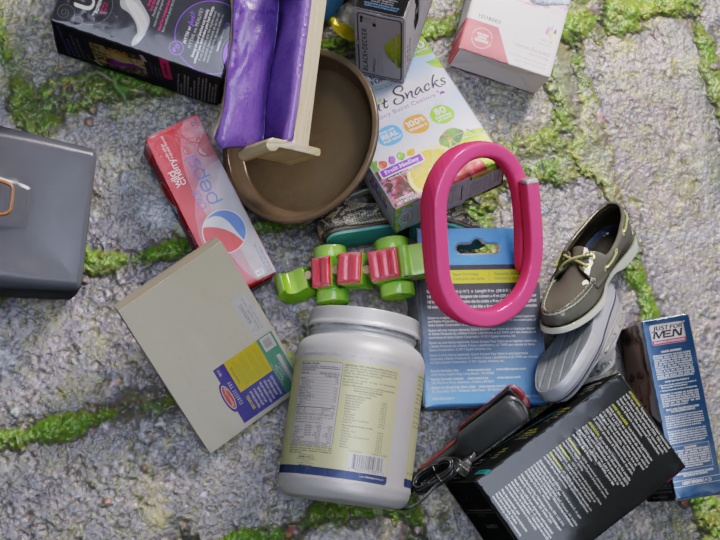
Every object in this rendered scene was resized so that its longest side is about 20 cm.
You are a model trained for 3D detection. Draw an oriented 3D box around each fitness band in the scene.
[{"bbox_3d":[0.132,-0.039,1.471,0.143,0.037,0.202,-11,102,-31],"label":"fitness band"}]

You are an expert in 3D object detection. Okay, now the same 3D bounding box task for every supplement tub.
[{"bbox_3d":[-0.007,0.148,1.465,0.144,0.145,0.202,9,78,-7],"label":"supplement tub"}]

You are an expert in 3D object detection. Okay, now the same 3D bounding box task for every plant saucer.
[{"bbox_3d":[-0.064,-0.149,1.526,0.199,0.029,0.202,-6,77,26],"label":"plant saucer"}]

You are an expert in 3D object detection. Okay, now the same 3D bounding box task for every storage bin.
[{"bbox_3d":[-0.360,-0.060,1.464,0.133,0.145,0.202,7,78,-17],"label":"storage bin"}]

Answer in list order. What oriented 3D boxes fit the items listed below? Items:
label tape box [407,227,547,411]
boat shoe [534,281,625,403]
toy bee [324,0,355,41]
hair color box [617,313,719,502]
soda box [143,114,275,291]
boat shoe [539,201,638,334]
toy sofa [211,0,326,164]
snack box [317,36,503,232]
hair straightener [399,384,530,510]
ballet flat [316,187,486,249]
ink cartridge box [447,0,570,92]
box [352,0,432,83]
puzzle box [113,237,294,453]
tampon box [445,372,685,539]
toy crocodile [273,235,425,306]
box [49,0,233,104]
[{"bbox_3d":[0.130,0.056,1.544,0.143,0.063,0.202,0,80,-9],"label":"label tape box"},{"bbox_3d":[0.258,0.087,1.519,0.067,0.073,0.200,50,47,-16],"label":"boat shoe"},{"bbox_3d":[-0.035,-0.318,1.579,0.199,0.109,0.132,-31,78,16],"label":"toy bee"},{"bbox_3d":[0.347,0.157,1.539,0.060,0.100,0.202,-7,80,-8],"label":"hair color box"},{"bbox_3d":[-0.169,-0.067,1.524,0.070,0.063,0.201,-26,85,-12],"label":"soda box"},{"bbox_3d":[0.252,-0.004,1.534,0.202,0.072,0.061,-47,129,-41],"label":"boat shoe"},{"bbox_3d":[-0.091,-0.219,1.464,0.097,0.083,0.202,11,83,-28],"label":"toy sofa"},{"bbox_3d":[0.055,-0.157,1.547,0.141,0.053,0.201,-23,62,-13],"label":"snack box"},{"bbox_3d":[0.098,0.200,1.478,0.199,0.077,0.041,-36,96,14],"label":"hair straightener"},{"bbox_3d":[0.049,-0.066,1.559,0.198,0.068,0.076,0,65,-6],"label":"ballet flat"},{"bbox_3d":[0.188,-0.328,1.623,0.116,0.068,0.201,17,78,-5],"label":"ink cartridge box"},{"bbox_3d":[0.049,-0.329,1.551,0.060,0.117,0.201,14,61,9],"label":"box"},{"bbox_3d":[-0.160,0.083,1.470,0.133,0.025,0.201,-34,114,-14],"label":"puzzle box"},{"bbox_3d":[0.219,0.224,1.481,0.199,0.150,0.127,-34,86,-13],"label":"tampon box"},{"bbox_3d":[0.000,0.000,1.511,0.199,0.062,0.068,-8,78,21],"label":"toy crocodile"},{"bbox_3d":[-0.233,-0.284,1.532,0.199,0.106,0.123,19,78,-5],"label":"box"}]
